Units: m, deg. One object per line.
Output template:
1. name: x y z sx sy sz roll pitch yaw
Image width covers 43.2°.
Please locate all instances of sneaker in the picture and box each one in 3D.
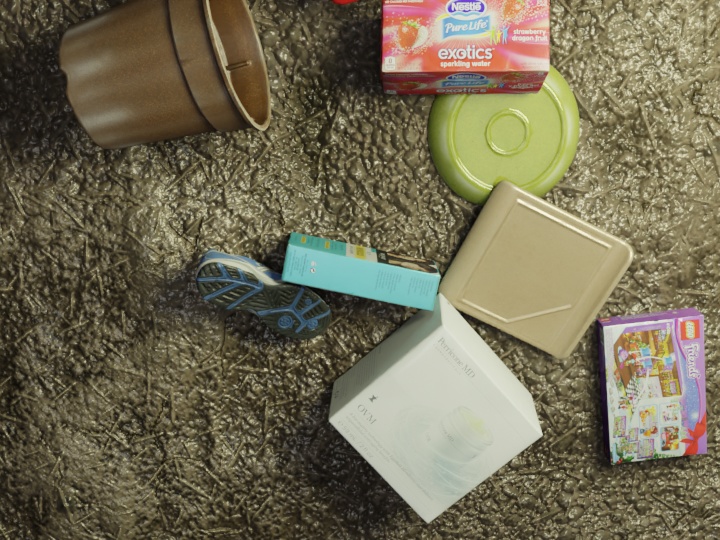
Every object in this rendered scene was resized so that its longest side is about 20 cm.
1. sneaker: -0.123 0.025 1.190 0.199 0.077 0.076 29 106 -26

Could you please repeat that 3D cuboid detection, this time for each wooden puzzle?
1. wooden puzzle: 0.226 0.000 1.195 0.198 0.037 0.187 27 114 -3

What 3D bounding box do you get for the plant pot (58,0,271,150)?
1. plant pot: -0.230 -0.239 1.068 0.195 0.200 0.203 -13 104 10

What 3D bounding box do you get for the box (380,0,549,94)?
1. box: 0.122 -0.271 1.087 0.197 0.095 0.101 1 85 3

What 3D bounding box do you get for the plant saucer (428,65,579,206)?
1. plant saucer: 0.185 -0.177 1.163 0.197 0.031 0.203 0 105 0

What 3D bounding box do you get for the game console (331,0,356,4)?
1. game console: 0.034 -0.431 1.072 0.197 0.119 0.174 -15 116 4

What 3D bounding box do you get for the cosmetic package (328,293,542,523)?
1. cosmetic package: 0.097 0.180 1.195 0.200 0.123 0.200 -41 102 13

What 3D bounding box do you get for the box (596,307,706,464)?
1. box: 0.398 0.158 1.243 0.135 0.039 0.203 -6 104 2

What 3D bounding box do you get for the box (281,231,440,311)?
1. box: 0.000 0.000 1.178 0.197 0.082 0.050 11 103 -4
